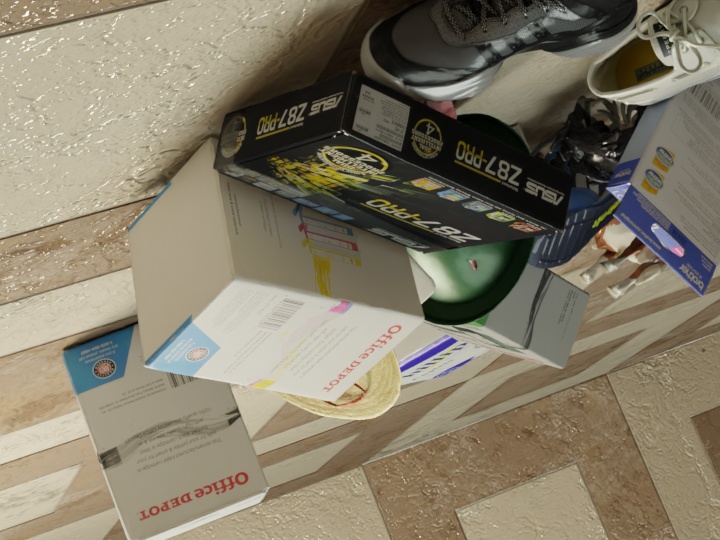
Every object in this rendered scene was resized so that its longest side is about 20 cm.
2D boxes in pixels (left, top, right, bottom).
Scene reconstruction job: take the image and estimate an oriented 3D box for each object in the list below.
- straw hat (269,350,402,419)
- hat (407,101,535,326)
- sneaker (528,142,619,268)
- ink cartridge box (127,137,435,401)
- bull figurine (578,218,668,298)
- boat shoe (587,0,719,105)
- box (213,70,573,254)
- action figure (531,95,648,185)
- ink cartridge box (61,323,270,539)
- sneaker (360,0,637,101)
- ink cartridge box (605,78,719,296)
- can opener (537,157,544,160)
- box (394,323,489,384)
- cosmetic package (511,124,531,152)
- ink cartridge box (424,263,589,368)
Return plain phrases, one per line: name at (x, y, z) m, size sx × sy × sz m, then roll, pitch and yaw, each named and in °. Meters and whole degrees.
straw hat at (-0.036, 0.041, 1.469) m, size 0.201 × 0.200 × 0.086 m, roll -39°, pitch -160°, yaw 52°
hat at (0.031, -0.065, 1.260) m, size 0.165 × 0.202 × 0.175 m, roll 10°, pitch 179°, yaw 41°
sneaker at (0.193, -0.070, 1.508) m, size 0.200 × 0.082 × 0.074 m, roll -38°, pitch 158°, yaw -45°
ink cartridge box at (-0.056, 0.006, 1.221) m, size 0.199 × 0.126 × 0.128 m, roll 14°, pitch 139°, yaw -36°
bull figurine at (0.274, -0.035, 1.653) m, size 0.121 × 0.065 × 0.200 m, roll -40°, pitch -167°, yaw -8°
boat shoe at (0.257, -0.188, 1.287) m, size 0.086 × 0.075 × 0.201 m, roll -7°, pitch 170°, yaw -40°
box at (0.022, -0.069, 1.114) m, size 0.199 × 0.050 × 0.161 m, roll 21°, pitch 164°, yaw -34°
action figure at (0.246, -0.125, 1.449) m, size 0.198 × 0.103 × 0.119 m, roll 7°, pitch 164°, yaw -24°
ink cartridge box at (-0.193, 0.156, 1.591) m, size 0.144 × 0.202 × 0.084 m, roll -20°, pitch 167°, yaw -13°
sneaker at (0.097, -0.178, 1.031) m, size 0.198 × 0.076 × 0.114 m, roll -16°, pitch 158°, yaw -15°
ink cartridge box at (0.285, -0.090, 1.381) m, size 0.042 × 0.119 × 0.201 m, roll -13°, pitch -137°, yaw 56°
can opener at (0.190, -0.066, 1.667) m, size 0.078 × 0.064 × 0.200 m, roll -26°, pitch 168°, yaw 0°
box at (0.085, 0.057, 1.899) m, size 0.183 × 0.106 × 0.199 m, roll -33°, pitch 163°, yaw 37°
cosmetic package at (0.119, -0.074, 1.542) m, size 0.082 × 0.051 × 0.200 m, roll -21°, pitch 167°, yaw -2°
ink cartridge box at (0.105, 0.017, 1.535) m, size 0.145 × 0.085 × 0.199 m, roll 15°, pitch 172°, yaw 41°
